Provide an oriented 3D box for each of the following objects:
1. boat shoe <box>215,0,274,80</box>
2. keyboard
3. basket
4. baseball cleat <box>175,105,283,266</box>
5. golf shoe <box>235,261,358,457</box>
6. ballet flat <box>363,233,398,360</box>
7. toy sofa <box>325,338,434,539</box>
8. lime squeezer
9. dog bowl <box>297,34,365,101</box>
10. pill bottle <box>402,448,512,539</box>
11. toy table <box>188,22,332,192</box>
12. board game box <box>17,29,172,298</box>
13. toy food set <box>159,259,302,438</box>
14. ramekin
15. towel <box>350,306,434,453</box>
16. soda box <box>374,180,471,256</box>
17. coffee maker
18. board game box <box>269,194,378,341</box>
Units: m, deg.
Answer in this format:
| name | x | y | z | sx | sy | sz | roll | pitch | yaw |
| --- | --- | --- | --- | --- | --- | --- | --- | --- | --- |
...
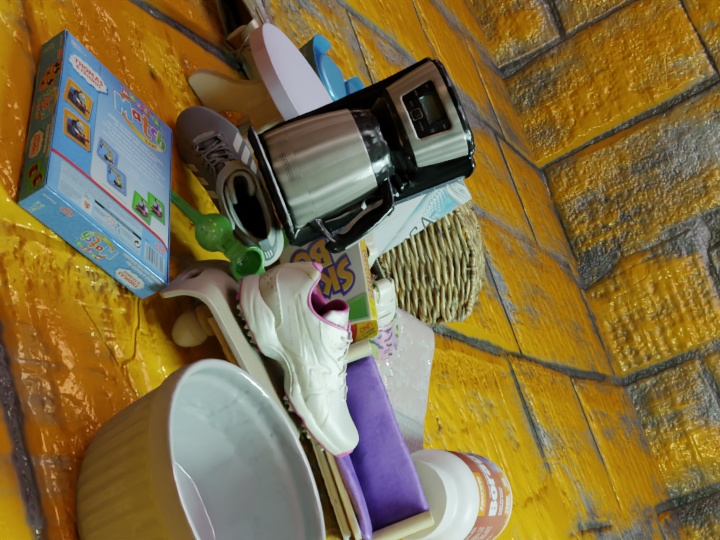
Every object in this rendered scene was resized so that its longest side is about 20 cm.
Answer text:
| name | x | y | z | sx | sy | sz | roll | pitch | yaw |
| --- | --- | --- | --- | --- | --- | --- | --- | --- | --- |
| boat shoe | -0.141 | -0.294 | 1.379 | 0.068 | 0.074 | 0.202 | -14 | 80 | -50 |
| keyboard | -0.045 | 0.182 | 1.111 | 0.056 | 0.011 | 0.202 | 100 | -28 | -74 |
| basket | 0.105 | -0.039 | 1.520 | 0.149 | 0.141 | 0.203 | -48 | 128 | -68 |
| baseball cleat | -0.131 | -0.103 | 1.094 | 0.201 | 0.069 | 0.107 | 57 | -13 | 18 |
| golf shoe | -0.038 | 0.082 | 1.006 | 0.075 | 0.091 | 0.201 | -98 | 162 | -69 |
| ballet flat | 0.000 | 0.000 | 1.182 | 0.069 | 0.071 | 0.202 | -20 | 87 | -37 |
| toy sofa | 0.005 | 0.179 | 1.114 | 0.098 | 0.082 | 0.202 | 88 | -18 | -75 |
| lime squeezer | -0.126 | -0.018 | 1.038 | 0.200 | 0.071 | 0.038 | 42 | 68 | -11 |
| dog bowl | -0.033 | -0.215 | 1.386 | 0.200 | 0.049 | 0.113 | 41 | 33 | -56 |
| pill bottle | 0.096 | 0.263 | 1.242 | 0.200 | 0.111 | 0.113 | 24 | 44 | -63 |
| toy table | -0.101 | -0.168 | 1.248 | 0.202 | 0.116 | 0.184 | 61 | 20 | -8 |
| board game box | -0.227 | -0.095 | 0.957 | 0.151 | 0.036 | 0.202 | 45 | 29 | -42 |
| toy food set | -0.116 | 0.090 | 1.012 | 0.202 | 0.060 | 0.144 | 64 | 8 | -8 |
| ramekin | -0.121 | 0.177 | 0.807 | 0.201 | 0.104 | 0.201 | 52 | 23 | -33 |
| towel | 0.033 | 0.131 | 1.277 | 0.200 | 0.032 | 0.193 | 35 | 54 | -56 |
| soda box | 0.036 | -0.074 | 1.359 | 0.069 | 0.199 | 0.064 | 55 | 9 | -22 |
| coffee maker | 0.000 | -0.118 | 1.056 | 0.192 | 0.198 | 0.136 | -123 | -169 | -72 |
| board game box | -0.041 | -0.020 | 1.155 | 0.030 | 0.094 | 0.203 | 4 | 75 | -70 |
